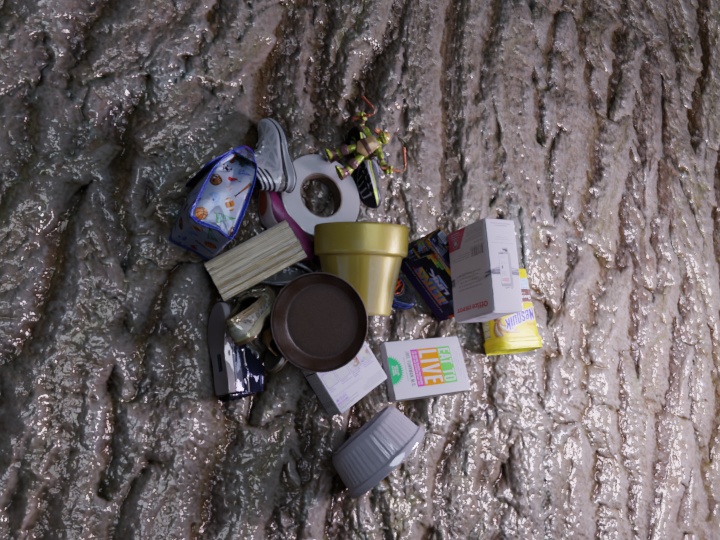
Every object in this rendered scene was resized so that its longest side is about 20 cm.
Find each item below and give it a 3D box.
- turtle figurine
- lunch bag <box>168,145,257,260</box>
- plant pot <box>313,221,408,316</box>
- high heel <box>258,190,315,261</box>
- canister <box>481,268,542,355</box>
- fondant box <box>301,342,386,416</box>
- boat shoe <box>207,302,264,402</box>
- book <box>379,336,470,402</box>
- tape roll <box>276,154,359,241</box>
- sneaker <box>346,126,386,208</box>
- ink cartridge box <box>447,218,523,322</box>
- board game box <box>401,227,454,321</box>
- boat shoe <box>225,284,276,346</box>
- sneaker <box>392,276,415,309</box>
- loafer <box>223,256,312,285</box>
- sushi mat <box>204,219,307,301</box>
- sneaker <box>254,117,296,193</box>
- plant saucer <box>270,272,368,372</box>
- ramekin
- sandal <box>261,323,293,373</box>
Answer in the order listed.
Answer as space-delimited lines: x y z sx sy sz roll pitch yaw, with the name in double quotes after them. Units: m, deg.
0.003 -0.286 1.802 0.161 0.064 0.201 -28 86 -6 "turtle figurine"
-0.294 -0.147 1.609 0.124 0.170 0.201 30 65 -19 "lunch bag"
0.000 0.000 1.663 0.200 0.201 0.190 2 88 -28 "plant pot"
-0.161 -0.106 1.722 0.096 0.067 0.201 -2 64 -33 "high heel"
0.361 0.100 1.944 0.148 0.086 0.201 -1 74 -29 "canister"
-0.054 0.190 1.705 0.144 0.058 0.201 -33 93 -33 "fondant box"
-0.251 0.165 1.606 0.092 0.075 0.201 5 74 -42 "boat shoe"
0.147 0.225 1.817 0.199 0.048 0.134 -3 73 -28 "book"
-0.096 -0.166 1.799 0.202 0.037 0.204 8 72 -26 "tape roll"
0.029 -0.246 1.872 0.081 0.074 0.201 -3 79 -32 "sneaker"
0.264 0.004 1.688 0.082 0.146 0.201 2 77 -28 "ink cartridge box"
0.186 0.013 1.825 0.057 0.165 0.200 -40 96 -31 "board game box"
-0.222 0.074 1.590 0.063 0.073 0.200 59 16 -21 "boat shoe"
0.054 0.013 1.804 0.200 0.078 0.075 44 60 -10 "sneaker"
-0.196 -0.003 1.676 0.199 0.070 0.070 6 74 -27 "loafer"
-0.216 -0.022 1.630 0.199 0.012 0.096 -29 72 -13 "sushi mat"
-0.218 -0.256 1.712 0.115 0.076 0.201 -2 57 -31 "sneaker"
-0.080 0.103 1.584 0.199 0.037 0.201 0 91 11 "plant saucer"
0.030 0.366 1.626 0.202 0.202 0.094 -38 84 -31 "ramekin"
-0.175 0.121 1.646 0.054 0.080 0.201 27 58 -31 "sandal"
